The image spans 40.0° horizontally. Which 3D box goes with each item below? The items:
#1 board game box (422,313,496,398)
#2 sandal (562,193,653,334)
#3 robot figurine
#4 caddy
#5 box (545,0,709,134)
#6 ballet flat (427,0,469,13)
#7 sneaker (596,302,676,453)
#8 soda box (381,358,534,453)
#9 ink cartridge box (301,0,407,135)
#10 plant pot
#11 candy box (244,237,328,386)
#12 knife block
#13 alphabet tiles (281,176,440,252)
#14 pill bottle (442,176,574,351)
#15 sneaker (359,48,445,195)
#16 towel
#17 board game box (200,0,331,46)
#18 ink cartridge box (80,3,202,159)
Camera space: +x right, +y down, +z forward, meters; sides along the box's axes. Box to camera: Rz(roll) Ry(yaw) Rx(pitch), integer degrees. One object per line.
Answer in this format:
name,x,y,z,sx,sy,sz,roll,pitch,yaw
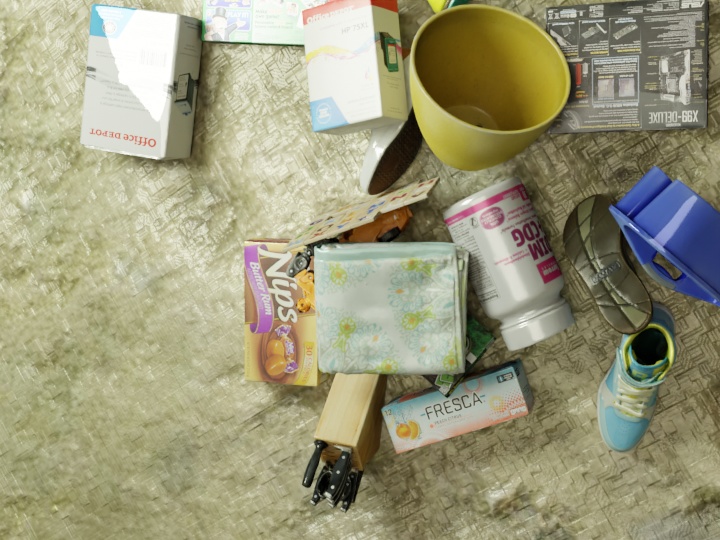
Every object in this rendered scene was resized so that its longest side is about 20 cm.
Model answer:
board game box,0.077,0.067,1.340,0.199,0.023,0.105,40,88,22
sandal,0.315,-0.004,1.245,0.081,0.054,0.202,-32,55,17
robot figurine,0.000,0.000,1.330,0.198,0.058,0.146,-32,82,5
caddy,0.386,-0.029,1.186,0.199,0.142,0.105,36,103,-17
box,0.333,-0.254,1.239,0.197,0.050,0.161,-1,96,18
ballet flat,0.153,-0.419,1.274,0.200,0.067,0.067,-49,68,18
sneaker,0.341,0.145,1.239,0.078,0.130,0.203,13,100,14
soda box,0.132,0.185,1.348,0.197,0.063,0.069,-20,90,18
ink cartridge box,-0.010,-0.287,1.286,0.115,0.067,0.204,-7,88,35
plant pot,0.146,-0.208,1.242,0.199,0.200,0.143,36,150,11
candy box,-0.105,0.057,1.415,0.115,0.056,0.204,3,99,17
knife block,-0.022,0.216,1.343,0.063,0.175,0.204,9,99,16
alphabet tiles,0.006,-0.079,1.305,0.197,0.167,0.008,-19,102,19
pill bottle,0.194,-0.008,1.279,0.112,0.113,0.203,-24,89,19
sneaker,0.042,-0.203,1.340,0.084,0.072,0.202,38,109,35
towel,0.040,0.050,1.266,0.196,0.048,0.174,0,105,6
board game box,-0.127,-0.385,1.385,0.197,0.029,0.137,7,98,17
ink cartridge box,-0.316,-0.271,1.430,0.144,0.086,0.204,11,101,17
